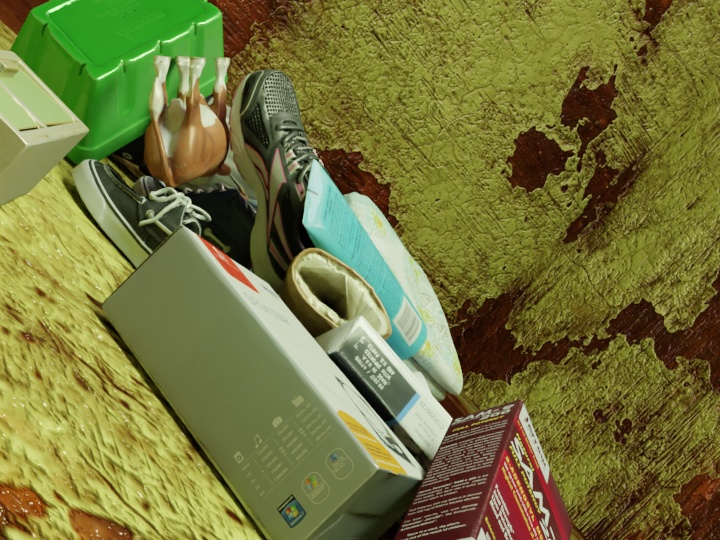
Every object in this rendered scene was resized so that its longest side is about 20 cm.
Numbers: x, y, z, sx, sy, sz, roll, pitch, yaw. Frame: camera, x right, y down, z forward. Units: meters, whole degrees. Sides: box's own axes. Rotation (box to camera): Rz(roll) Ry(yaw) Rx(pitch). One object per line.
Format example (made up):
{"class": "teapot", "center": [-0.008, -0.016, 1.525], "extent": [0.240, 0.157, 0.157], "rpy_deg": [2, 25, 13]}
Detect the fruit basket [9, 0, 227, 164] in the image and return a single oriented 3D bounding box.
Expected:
{"class": "fruit basket", "center": [-0.247, -0.190, 0.973], "extent": [0.156, 0.216, 0.216], "rpy_deg": [45, 2, 8]}

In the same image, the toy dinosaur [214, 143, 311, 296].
{"class": "toy dinosaur", "center": [-0.049, -0.053, 1.028], "extent": [0.197, 0.185, 0.105], "rpy_deg": [9, -5, 28]}

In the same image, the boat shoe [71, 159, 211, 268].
{"class": "boat shoe", "center": [-0.158, -0.029, 0.812], "extent": [0.200, 0.068, 0.074], "rpy_deg": [48, 3, 21]}

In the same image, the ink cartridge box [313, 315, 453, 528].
{"class": "ink cartridge box", "center": [0.011, 0.142, 0.820], "extent": [0.199, 0.043, 0.199], "rpy_deg": [48, -29, -7]}

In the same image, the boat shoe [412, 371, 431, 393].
{"class": "boat shoe", "center": [0.061, 0.198, 0.977], "extent": [0.070, 0.065, 0.203], "rpy_deg": [99, -26, -68]}

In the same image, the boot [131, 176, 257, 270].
{"class": "boot", "center": [-0.156, -0.055, 0.996], "extent": [0.200, 0.090, 0.073], "rpy_deg": [49, 4, 39]}

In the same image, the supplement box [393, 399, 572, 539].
{"class": "supplement box", "center": [0.082, 0.176, 0.632], "extent": [0.110, 0.060, 0.200], "rpy_deg": [67, 22, -9]}

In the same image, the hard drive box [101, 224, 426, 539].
{"class": "hard drive box", "center": [-0.056, 0.085, 0.649], "extent": [0.200, 0.077, 0.156], "rpy_deg": [48, 2, 21]}

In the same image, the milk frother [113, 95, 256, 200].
{"class": "milk frother", "center": [-0.166, -0.176, 1.157], "extent": [0.186, 0.202, 0.180], "rpy_deg": [29, -8, -9]}

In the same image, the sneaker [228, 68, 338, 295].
{"class": "sneaker", "center": [-0.056, -0.082, 0.897], "extent": [0.086, 0.080, 0.204], "rpy_deg": [-6, -83, 45]}

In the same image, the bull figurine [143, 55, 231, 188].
{"class": "bull figurine", "center": [-0.152, -0.130, 0.896], "extent": [0.064, 0.124, 0.200], "rpy_deg": [2, 12, -2]}

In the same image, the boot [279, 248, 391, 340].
{"class": "boot", "center": [-0.013, 0.075, 0.876], "extent": [0.174, 0.067, 0.200], "rpy_deg": [35, -24, -4]}

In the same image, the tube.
{"class": "tube", "center": [0.000, 0.000, 0.871], "extent": [0.078, 0.050, 0.201], "rpy_deg": [-90, 156, -46]}

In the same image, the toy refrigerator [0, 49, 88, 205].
{"class": "toy refrigerator", "center": [-0.224, -0.088, 0.596], "extent": [0.076, 0.070, 0.200], "rpy_deg": [46, 3, -11]}

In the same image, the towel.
{"class": "towel", "center": [0.043, 0.032, 1.070], "extent": [0.200, 0.048, 0.173], "rpy_deg": [46, 22, -49]}
